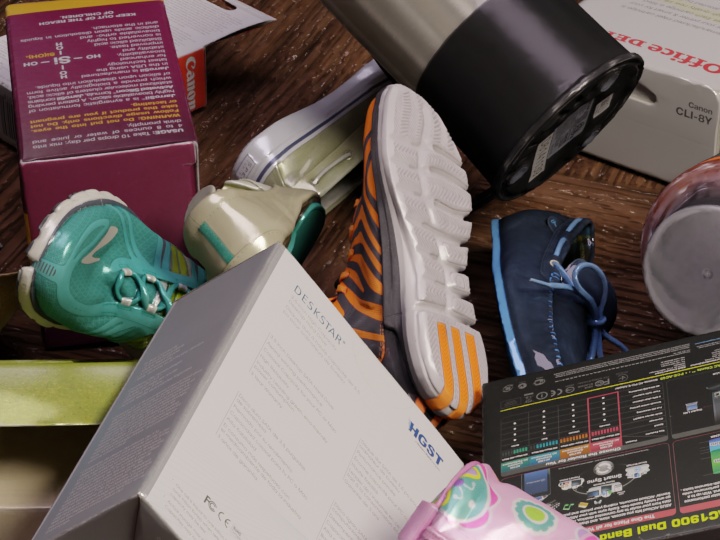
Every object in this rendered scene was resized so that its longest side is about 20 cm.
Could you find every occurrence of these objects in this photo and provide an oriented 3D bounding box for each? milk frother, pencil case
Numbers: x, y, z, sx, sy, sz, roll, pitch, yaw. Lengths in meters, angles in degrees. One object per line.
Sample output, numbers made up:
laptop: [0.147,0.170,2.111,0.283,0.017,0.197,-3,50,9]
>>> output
milk frother: [0.025,-0.111,1.249,0.200,0.181,0.188,-33,72,-33]
pencil case: [0.103,0.168,0.908,0.200,0.087,0.087,37,45,19]

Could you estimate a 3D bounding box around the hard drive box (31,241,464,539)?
hard drive box: [-0.044,0.109,0.973,0.077,0.156,0.200,-29,19,31]

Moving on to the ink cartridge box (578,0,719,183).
ink cartridge box: [0.227,-0.144,1.432,0.145,0.084,0.200,22,39,30]

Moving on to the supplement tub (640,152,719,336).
supplement tub: [0.220,-0.017,1.170,0.107,0.107,0.200,15,17,21]

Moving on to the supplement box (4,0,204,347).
supplement box: [-0.153,-0.065,1.268,0.103,0.131,0.200,-7,33,-8]

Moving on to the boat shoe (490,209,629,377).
boat shoe: [0.111,0.015,1.188,0.069,0.084,0.200,-10,35,6]

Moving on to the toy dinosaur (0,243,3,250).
toy dinosaur: [-0.294,-0.029,1.234,0.200,0.102,0.136,21,37,31]

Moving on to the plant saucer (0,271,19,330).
plant saucer: [-0.271,0.031,1.141,0.200,0.035,0.200,-9,1,0]

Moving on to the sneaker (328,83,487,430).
sneaker: [0.000,0.000,1.150,0.112,0.078,0.200,-22,57,33]

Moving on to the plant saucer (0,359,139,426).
plant saucer: [-0.172,0.060,1.068,0.200,0.031,0.200,0,-2,0]

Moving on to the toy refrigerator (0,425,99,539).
toy refrigerator: [-0.206,0.123,1.039,0.200,0.070,0.076,0,30,-4]

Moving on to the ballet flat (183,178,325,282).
ballet flat: [-0.061,-0.024,1.155,0.069,0.070,0.200,2,3,3]

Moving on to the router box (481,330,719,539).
router box: [0.159,0.101,1.025,0.200,0.062,0.150,-14,31,13]

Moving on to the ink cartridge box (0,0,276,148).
ink cartridge box: [-0.166,-0.141,1.456,0.200,0.050,0.109,-26,41,-36]

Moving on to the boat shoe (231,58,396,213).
boat shoe: [0.001,-0.085,1.371,0.062,0.072,0.200,43,52,14]

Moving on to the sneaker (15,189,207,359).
sneaker: [-0.107,0.013,1.119,0.080,0.078,0.200,23,-3,31]
